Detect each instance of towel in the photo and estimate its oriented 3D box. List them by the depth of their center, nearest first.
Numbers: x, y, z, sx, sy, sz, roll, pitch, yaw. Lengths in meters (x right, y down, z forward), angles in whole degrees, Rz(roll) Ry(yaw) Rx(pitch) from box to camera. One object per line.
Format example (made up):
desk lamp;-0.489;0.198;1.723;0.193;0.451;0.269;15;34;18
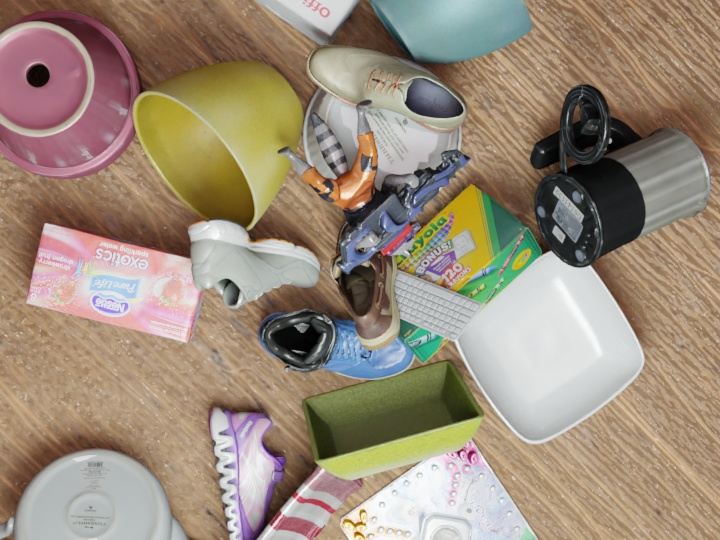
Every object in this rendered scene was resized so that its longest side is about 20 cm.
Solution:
towel;-0.082;0.317;1.469;0.023;0.144;0.200;40;88;23

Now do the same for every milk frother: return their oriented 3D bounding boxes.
milk frother;0.314;-0.132;1.439;0.187;0.200;0.181;-23;77;-27

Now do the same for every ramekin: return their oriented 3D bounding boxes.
ramekin;0.031;-0.169;1.490;0.200;0.094;0.204;0;91;-4

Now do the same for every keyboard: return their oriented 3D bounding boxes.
keyboard;0.056;0.032;1.445;0.056;0.199;0.011;-55;136;-14

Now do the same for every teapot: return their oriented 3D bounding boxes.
teapot;-0.320;0.320;1.455;0.200;0.146;0.197;40;61;17

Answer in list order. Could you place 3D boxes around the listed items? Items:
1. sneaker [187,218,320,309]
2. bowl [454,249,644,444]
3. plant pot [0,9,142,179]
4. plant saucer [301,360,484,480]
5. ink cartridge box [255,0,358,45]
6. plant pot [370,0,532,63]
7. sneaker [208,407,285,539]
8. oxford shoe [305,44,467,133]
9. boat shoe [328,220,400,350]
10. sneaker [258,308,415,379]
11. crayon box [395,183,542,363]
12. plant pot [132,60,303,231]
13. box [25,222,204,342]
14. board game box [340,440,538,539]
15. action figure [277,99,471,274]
sneaker;-0.129;0.006;1.450;0.199;0.075;0.093;18;70;-44
bowl;0.228;0.093;1.518;0.199;0.075;0.200;-34;93;-4
plant pot;-0.361;-0.211;1.421;0.198;0.179;0.202;0;92;-3
plant saucer;0.038;0.184;1.451;0.198;0.200;0.048;-15;106;-3
ink cartridge box;-0.044;-0.400;1.486;0.145;0.084;0.201;33;89;-4
plant pot;0.090;-0.325;1.444;0.134;0.200;0.201;-36;93;2
sneaker;-0.131;0.263;1.497;0.088;0.080;0.202;-9;91;-12
oxford shoe;0.033;-0.218;1.405;0.198;0.074;0.071;16;90;-4
boat shoe;0.000;0.000;1.449;0.072;0.201;0.072;-21;135;15
sneaker;-0.027;0.093;1.482;0.198;0.111;0.077;13;90;-4
crayon box;0.107;0.001;1.483;0.200;0.119;0.058;-43;134;-2
plant pot;-0.151;-0.168;1.446;0.200;0.200;0.142;46;63;-3
box;-0.289;0.015;1.470;0.198;0.095;0.104;15;90;-4
board game box;0.108;0.343;1.538;0.199;0.026;0.201;-34;93;-3
action figure;0.020;-0.104;1.409;0.199;0.105;0.194;-35;117;-12
